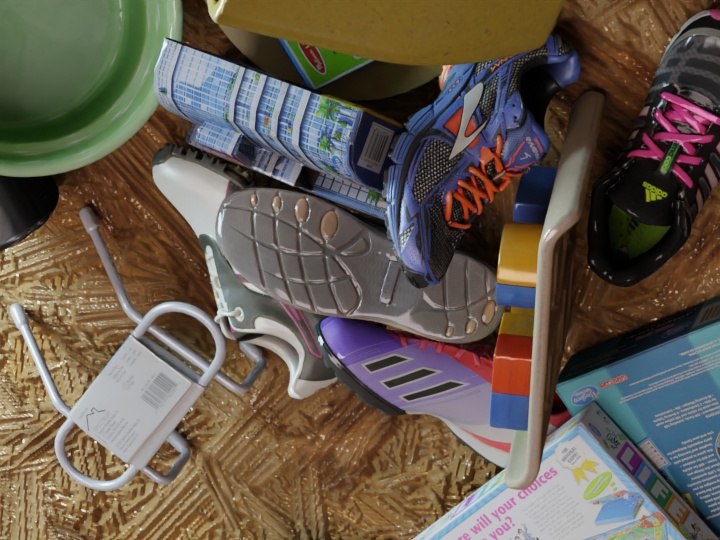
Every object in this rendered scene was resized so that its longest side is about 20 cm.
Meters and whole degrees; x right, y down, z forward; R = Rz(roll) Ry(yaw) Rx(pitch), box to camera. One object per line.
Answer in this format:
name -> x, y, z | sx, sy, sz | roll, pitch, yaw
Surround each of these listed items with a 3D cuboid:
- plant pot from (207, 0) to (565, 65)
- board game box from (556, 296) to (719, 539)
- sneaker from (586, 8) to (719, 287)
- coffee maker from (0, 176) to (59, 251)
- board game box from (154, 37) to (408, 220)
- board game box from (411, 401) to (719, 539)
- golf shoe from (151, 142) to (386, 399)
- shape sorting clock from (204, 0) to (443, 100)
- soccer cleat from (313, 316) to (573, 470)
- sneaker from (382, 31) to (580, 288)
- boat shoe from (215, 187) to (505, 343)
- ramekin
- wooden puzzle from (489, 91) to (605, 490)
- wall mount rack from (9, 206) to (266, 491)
plant pot -> 0.034, -0.229, 1.472 | 0.200, 0.194, 0.196 | 18, 111, -14
board game box -> 0.244, 0.123, 1.672 | 0.151, 0.047, 0.200 | -23, 106, 33
sneaker -> 0.193, -0.067, 1.564 | 0.074, 0.087, 0.200 | 29, 125, 7
coffee maker -> -0.289, -0.108, 1.733 | 0.192, 0.135, 0.200 | -17, 110, 30
board game box -> -0.048, -0.088, 1.621 | 0.200, 0.200, 0.062 | 21, 91, 27
board game box -> 0.129, 0.196, 1.704 | 0.134, 0.034, 0.200 | 48, 122, -3
golf shoe -> -0.076, -0.003, 1.711 | 0.200, 0.088, 0.077 | 42, 166, 0
shape sorting clock -> -0.012, -0.202, 1.610 | 0.200, 0.039, 0.200 | 5, 117, 9
soccer cleat -> 0.059, 0.068, 1.685 | 0.200, 0.068, 0.073 | 29, 119, -27
sneaker -> 0.073, -0.077, 1.548 | 0.078, 0.200, 0.075 | 13, 157, 27
boat shoe -> 0.000, 0.000, 1.660 | 0.200, 0.073, 0.075 | 22, 93, 7
ramekin -> -0.221, -0.164, 1.634 | 0.200, 0.098, 0.200 | -2, 99, -14
wooden puzzle -> 0.111, 0.009, 1.582 | 0.046, 0.185, 0.200 | 10, 121, 6
wall mount rack -> -0.171, 0.060, 1.815 | 0.174, 0.075, 0.200 | 38, 126, -3
